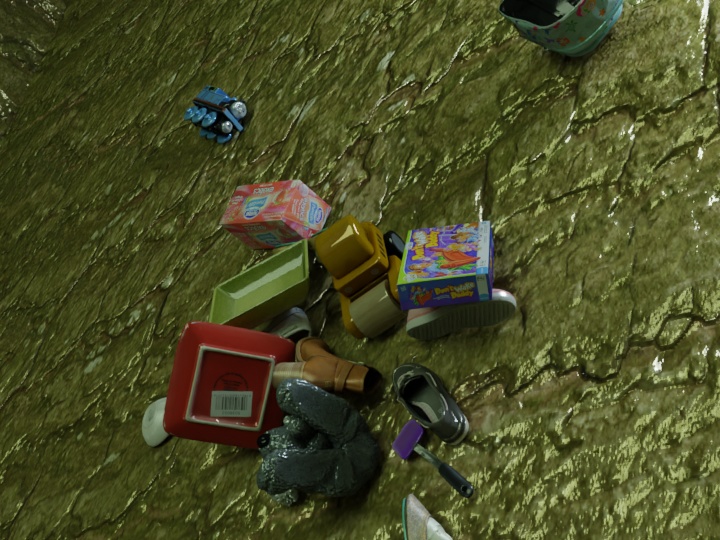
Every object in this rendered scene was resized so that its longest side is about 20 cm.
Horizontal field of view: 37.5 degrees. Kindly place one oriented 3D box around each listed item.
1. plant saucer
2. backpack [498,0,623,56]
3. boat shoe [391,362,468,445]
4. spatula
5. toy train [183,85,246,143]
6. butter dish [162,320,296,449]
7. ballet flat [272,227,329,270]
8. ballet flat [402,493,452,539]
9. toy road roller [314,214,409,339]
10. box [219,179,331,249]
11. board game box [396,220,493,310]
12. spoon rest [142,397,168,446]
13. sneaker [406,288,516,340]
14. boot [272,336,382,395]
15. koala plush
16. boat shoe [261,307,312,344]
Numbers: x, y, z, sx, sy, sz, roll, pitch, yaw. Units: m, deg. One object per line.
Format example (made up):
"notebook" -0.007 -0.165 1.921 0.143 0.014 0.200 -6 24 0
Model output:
"plant saucer" -0.169 0.039 1.886 0.200 0.048 0.200 -28 21 7
"backpack" 0.353 -0.454 1.794 0.178 0.151 0.200 -52 28 2
"boat shoe" 0.093 0.186 1.585 0.067 0.057 0.200 -49 36 3
"spatula" 0.105 0.273 1.526 0.057 0.021 0.200 -57 37 0
"toy train" -0.344 -0.376 2.543 0.114 0.087 0.200 -50 35 -10
"butter dish" -0.230 0.186 1.814 0.148 0.200 0.200 -154 76 -73
"ballet flat" -0.083 -0.035 1.986 0.200 0.069 0.063 -17 75 42
"ballet flat" 0.095 0.389 1.410 0.067 0.068 0.200 -12 53 15
"toy road roller" 0.000 0.000 1.776 0.123 0.146 0.200 -35 38 21
"box" -0.169 -0.107 2.097 0.200 0.103 0.095 0 59 46
"board game box" 0.133 -0.010 1.621 0.134 0.045 0.200 -7 24 11
"spoon rest" -0.353 0.257 2.022 0.200 0.061 0.099 -49 32 25
"sneaker" 0.153 0.036 1.637 0.200 0.075 0.105 -20 51 42
"boot" -0.039 0.157 1.729 0.155 0.200 0.077 2 95 17
"koala plush" -0.088 0.282 1.640 0.200 0.184 0.178 -33 41 58
"boat shoe" -0.162 0.156 1.884 0.200 0.071 0.070 -43 42 8
